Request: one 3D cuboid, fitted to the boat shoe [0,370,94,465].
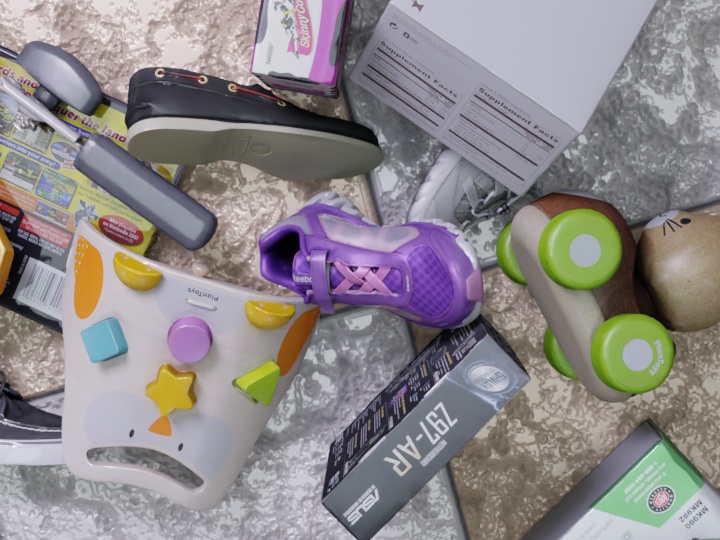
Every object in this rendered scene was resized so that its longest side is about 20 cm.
[{"bbox_3d":[-0.300,0.105,1.179,0.198,0.070,0.067,8,96,8],"label":"boat shoe"}]

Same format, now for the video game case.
[{"bbox_3d":[-0.251,-0.061,1.183,0.198,0.026,0.182,24,95,0],"label":"video game case"}]

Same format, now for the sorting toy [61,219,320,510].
[{"bbox_3d":[-0.139,0.083,1.141,0.198,0.107,0.182,16,100,-11],"label":"sorting toy"}]

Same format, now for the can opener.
[{"bbox_3d":[-0.186,-0.091,1.139,0.200,0.053,0.067,40,93,-2],"label":"can opener"}]

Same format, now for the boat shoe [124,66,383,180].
[{"bbox_3d":[-0.076,-0.110,1.139,0.199,0.074,0.064,7,63,-20],"label":"boat shoe"}]

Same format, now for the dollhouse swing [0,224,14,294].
[{"bbox_3d":[-0.380,-0.048,1.101,0.199,0.182,0.177,-31,63,10],"label":"dollhouse swing"}]

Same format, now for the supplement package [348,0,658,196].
[{"bbox_3d":[0.115,-0.188,1.082,0.155,0.111,0.201,33,65,-2],"label":"supplement package"}]

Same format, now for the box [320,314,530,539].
[{"bbox_3d":[0.043,0.103,1.103,0.044,0.200,0.160,45,93,-3],"label":"box"}]

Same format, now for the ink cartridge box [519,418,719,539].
[{"bbox_3d":[0.241,0.239,1.167,0.146,0.084,0.200,-44,93,4],"label":"ink cartridge box"}]

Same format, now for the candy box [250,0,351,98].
[{"bbox_3d":[-0.034,-0.196,1.080,0.060,0.200,0.138,9,93,0],"label":"candy box"}]

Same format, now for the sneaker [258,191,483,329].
[{"bbox_3d":[0.000,0.000,1.100,0.088,0.199,0.081,-16,113,-41],"label":"sneaker"}]

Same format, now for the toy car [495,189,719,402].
[{"bbox_3d":[0.222,-0.013,1.118,0.199,0.164,0.159,-28,94,-7],"label":"toy car"}]

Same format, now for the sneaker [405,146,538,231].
[{"bbox_3d":[0.093,-0.067,1.150,0.082,0.075,0.201,31,94,0],"label":"sneaker"}]
